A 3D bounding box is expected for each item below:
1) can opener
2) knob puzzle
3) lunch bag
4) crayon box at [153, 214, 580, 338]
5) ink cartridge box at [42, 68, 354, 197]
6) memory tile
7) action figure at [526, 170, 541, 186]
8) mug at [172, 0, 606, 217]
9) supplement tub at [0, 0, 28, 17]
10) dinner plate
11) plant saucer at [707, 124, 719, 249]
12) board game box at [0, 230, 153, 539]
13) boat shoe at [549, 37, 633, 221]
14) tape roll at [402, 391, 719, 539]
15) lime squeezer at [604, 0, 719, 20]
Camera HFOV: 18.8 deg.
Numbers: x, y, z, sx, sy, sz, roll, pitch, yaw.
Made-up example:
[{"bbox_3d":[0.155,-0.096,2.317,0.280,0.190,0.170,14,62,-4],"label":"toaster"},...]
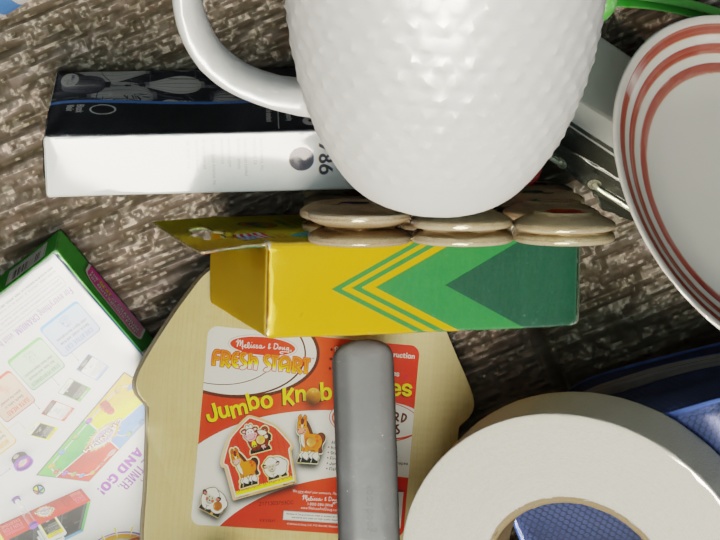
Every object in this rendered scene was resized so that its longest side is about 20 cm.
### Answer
[{"bbox_3d":[-0.013,0.139,1.173,0.067,0.053,0.201,-2,85,-4],"label":"can opener"},{"bbox_3d":[-0.032,0.067,1.212,0.219,0.030,0.220,0,89,-19],"label":"knob puzzle"},{"bbox_3d":[0.180,0.121,1.193,0.199,0.132,0.136,-15,100,29],"label":"lunch bag"},{"bbox_3d":[0.000,0.000,1.138,0.199,0.127,0.051,-1,98,-16],"label":"crayon box"},{"bbox_3d":[-0.064,-0.074,1.146,0.199,0.100,0.039,-1,114,-4],"label":"ink cartridge box"},{"bbox_3d":[0.045,-0.031,1.117,0.153,0.200,0.017,0,98,-2],"label":"memory tile"},{"bbox_3d":[0.026,-0.104,1.109,0.065,0.052,0.200,-26,131,37],"label":"action figure"},{"bbox_3d":[0.012,-0.123,0.988,0.199,0.148,0.176,6,125,5],"label":"mug"},{"bbox_3d":[-0.269,-0.152,1.094,0.200,0.132,0.132,-28,107,7],"label":"supplement tub"},{"bbox_3d":[0.208,-0.038,1.112,0.200,0.201,0.024,31,143,-12],"label":"dinner plate"},{"bbox_3d":[0.260,-0.011,1.163,0.200,0.200,0.031,33,143,-13],"label":"plant saucer"},{"bbox_3d":[-0.165,0.101,1.229,0.153,0.040,0.200,-36,106,8],"label":"board game box"},{"bbox_3d":[0.157,-0.061,1.187,0.200,0.071,0.064,35,139,-15],"label":"boat shoe"},{"bbox_3d":[0.119,0.163,1.139,0.202,0.037,0.203,8,111,22],"label":"tape roll"},{"bbox_3d":[0.118,-0.125,1.122,0.071,0.200,0.038,45,137,11],"label":"lime squeezer"}]
